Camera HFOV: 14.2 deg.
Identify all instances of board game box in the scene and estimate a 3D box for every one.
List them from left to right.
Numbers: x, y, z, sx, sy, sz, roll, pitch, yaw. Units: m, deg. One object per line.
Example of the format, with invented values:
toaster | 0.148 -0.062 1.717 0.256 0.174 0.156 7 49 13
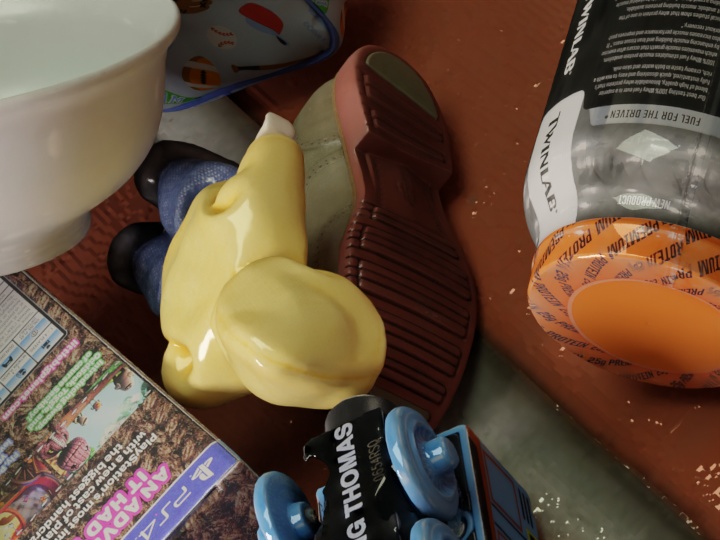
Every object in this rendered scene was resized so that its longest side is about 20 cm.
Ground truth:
board game box | -0.130 0.114 1.188 0.160 0.097 0.200 -47 44 -6

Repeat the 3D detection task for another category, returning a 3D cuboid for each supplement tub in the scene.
supplement tub | 0.135 -0.064 1.124 0.122 0.123 0.201 -2 56 33

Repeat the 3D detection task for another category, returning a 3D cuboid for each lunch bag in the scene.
lunch bag | -0.096 -0.157 1.305 0.160 0.200 0.076 -18 45 40

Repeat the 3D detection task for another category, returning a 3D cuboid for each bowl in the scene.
bowl | -0.168 -0.053 1.224 0.200 0.091 0.201 -8 21 3

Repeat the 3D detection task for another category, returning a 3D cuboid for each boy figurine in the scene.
boy figurine | -0.046 0.000 1.164 0.200 0.064 0.125 35 108 64

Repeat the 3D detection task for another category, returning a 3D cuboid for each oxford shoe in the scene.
oxford shoe | 0.000 0.000 1.221 0.075 0.070 0.201 -36 37 34

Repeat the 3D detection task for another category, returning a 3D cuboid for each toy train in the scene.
toy train | 0.024 0.139 1.050 0.086 0.114 0.201 -27 45 19
